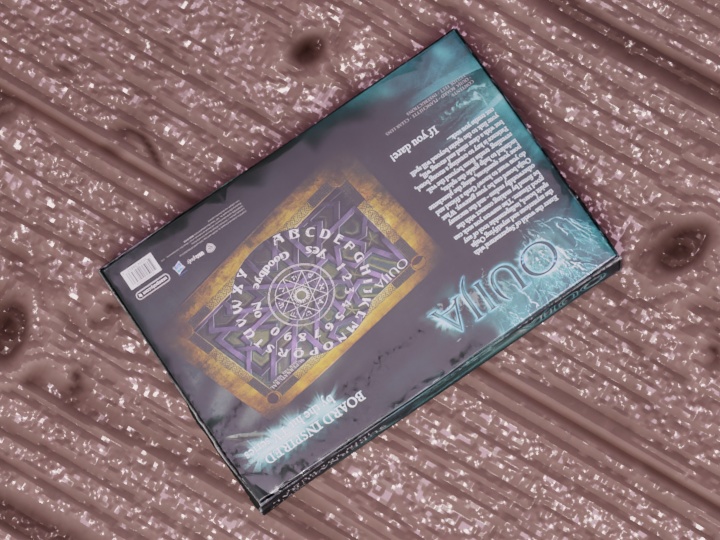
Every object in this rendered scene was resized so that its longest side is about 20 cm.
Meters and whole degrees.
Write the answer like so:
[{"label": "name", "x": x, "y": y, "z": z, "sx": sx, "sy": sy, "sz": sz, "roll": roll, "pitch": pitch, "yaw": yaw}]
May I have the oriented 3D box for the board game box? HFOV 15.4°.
[{"label": "board game box", "x": 0.000, "y": 0.000, "z": 1.209, "sx": 0.200, "sy": 0.028, "sz": 0.135, "roll": -34, "pitch": 77, "yaw": -3}]
